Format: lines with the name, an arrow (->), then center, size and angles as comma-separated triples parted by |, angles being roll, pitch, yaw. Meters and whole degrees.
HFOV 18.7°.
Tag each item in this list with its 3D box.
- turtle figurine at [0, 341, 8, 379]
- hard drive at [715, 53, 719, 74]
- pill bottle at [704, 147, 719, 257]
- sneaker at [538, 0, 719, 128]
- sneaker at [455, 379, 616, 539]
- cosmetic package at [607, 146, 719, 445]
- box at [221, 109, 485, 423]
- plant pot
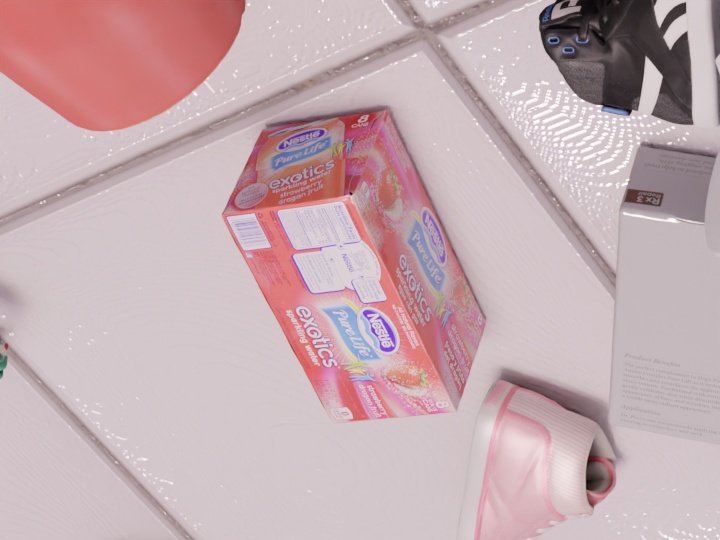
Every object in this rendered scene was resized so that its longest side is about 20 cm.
turtle figurine -> -0.338, 0.030, 1.657 | 0.149, 0.101, 0.201 | -3, 117, 5
hard drive -> 0.305, -0.167, 1.227 | 0.131, 0.026, 0.200 | 6, 142, -24
pill bottle -> 0.314, -0.031, 1.302 | 0.199, 0.114, 0.114 | 14, 137, -8
sneaker -> 0.157, -0.165, 1.290 | 0.111, 0.073, 0.200 | 4, 135, 16
sneaker -> 0.131, 0.175, 1.623 | 0.104, 0.075, 0.201 | 17, 132, 13
cosmetic package -> 0.220, 0.020, 1.445 | 0.101, 0.074, 0.201 | 10, 133, 12
box -> 0.000, 0.000, 1.495 | 0.102, 0.095, 0.200 | -7, 129, 27
plant pot -> -0.172, -0.193, 1.324 | 0.200, 0.201, 0.177 | -11, 136, 30
